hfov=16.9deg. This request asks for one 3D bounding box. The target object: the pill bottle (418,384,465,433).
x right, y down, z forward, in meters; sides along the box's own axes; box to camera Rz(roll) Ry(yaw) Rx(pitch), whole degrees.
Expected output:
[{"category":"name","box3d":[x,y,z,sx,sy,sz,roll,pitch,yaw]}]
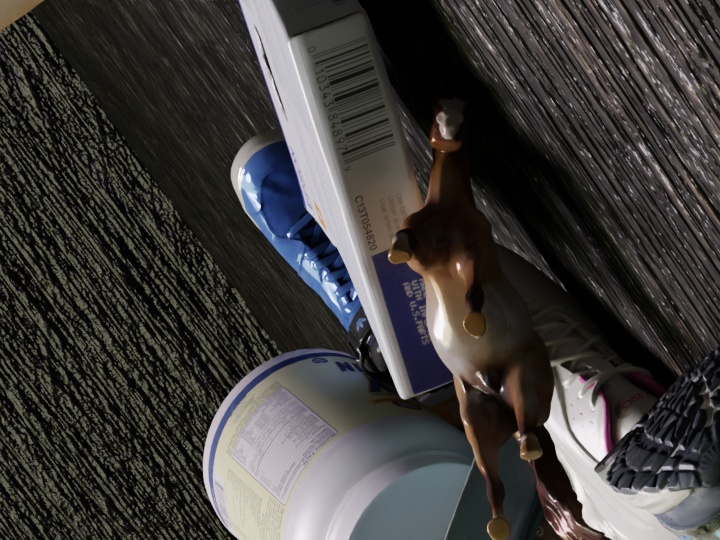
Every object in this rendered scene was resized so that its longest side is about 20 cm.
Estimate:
[{"category":"pill bottle","box3d":[0.101,0.180,1.655,0.200,0.112,0.112,49,173,25]}]

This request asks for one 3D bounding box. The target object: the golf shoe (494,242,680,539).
[{"category":"golf shoe","box3d":[0.111,0.057,1.147,0.200,0.075,0.092,52,154,12]}]

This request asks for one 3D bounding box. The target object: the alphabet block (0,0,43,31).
[{"category":"alphabet block","box3d":[-0.249,-0.257,1.366,0.195,0.200,0.197,46,171,51]}]

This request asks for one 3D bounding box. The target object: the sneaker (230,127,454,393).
[{"category":"sneaker","box3d":[0.001,-0.001,1.514,0.200,0.077,0.111,52,-178,-35]}]

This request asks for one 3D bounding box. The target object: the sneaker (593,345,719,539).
[{"category":"sneaker","box3d":[0.152,0.082,0.963,0.086,0.078,0.200,42,-179,5]}]

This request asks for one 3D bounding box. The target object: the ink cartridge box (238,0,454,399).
[{"category":"ink cartridge box","box3d":[-0.011,-0.071,1.143,0.200,0.040,0.200,-117,8,-57]}]

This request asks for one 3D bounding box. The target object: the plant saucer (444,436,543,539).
[{"category":"plant saucer","box3d":[0.078,0.133,1.327,0.036,0.201,0.200,19,168,9]}]

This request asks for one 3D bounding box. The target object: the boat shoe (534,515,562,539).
[{"category":"boat shoe","box3d":[0.133,0.167,1.517,0.200,0.072,0.072,54,174,-12]}]

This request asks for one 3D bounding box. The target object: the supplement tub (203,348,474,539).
[{"category":"supplement tub","box3d":[0.000,0.144,1.533,0.145,0.145,0.200,56,168,-29]}]

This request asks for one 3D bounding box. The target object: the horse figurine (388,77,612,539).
[{"category":"horse figurine","box3d":[0.054,0.030,1.040,0.133,0.050,0.200,-79,-31,-69]}]
